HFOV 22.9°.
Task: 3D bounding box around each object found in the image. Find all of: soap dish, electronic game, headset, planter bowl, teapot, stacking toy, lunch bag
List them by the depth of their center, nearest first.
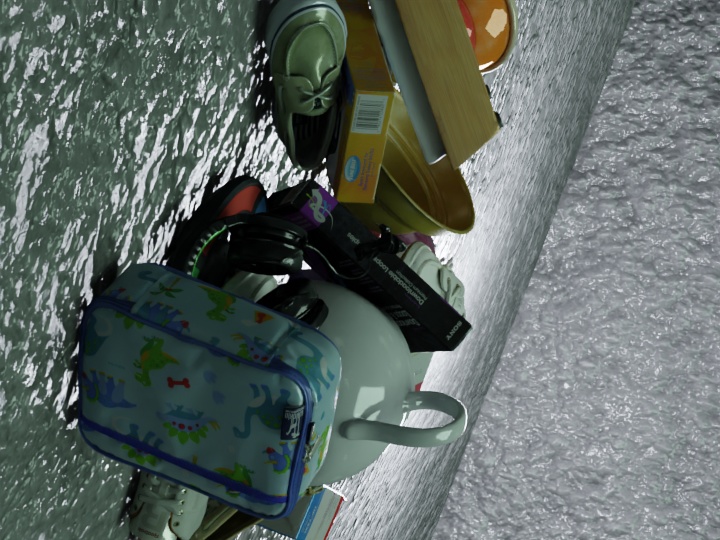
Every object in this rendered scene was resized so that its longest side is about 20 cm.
[{"bbox_3d":[-0.119,0.097,1.364,0.082,0.200,0.161,-52,159,-51],"label":"lunch bag"},{"bbox_3d":[-0.060,0.006,1.462,0.200,0.094,0.124,-18,94,-38],"label":"headset"},{"bbox_3d":[-0.129,0.012,1.548,0.200,0.042,0.200,21,90,-77],"label":"electronic game"},{"bbox_3d":[-0.015,0.095,1.598,0.146,0.200,0.197,-11,162,-31],"label":"teapot"},{"bbox_3d":[0.067,-0.209,1.664,0.157,0.081,0.200,-94,165,-72],"label":"soap dish"},{"bbox_3d":[0.050,-0.236,1.799,0.200,0.146,0.146,-34,147,-36],"label":"stacking toy"},{"bbox_3d":[0.024,-0.099,1.816,0.083,0.201,0.200,-36,180,22],"label":"planter bowl"}]

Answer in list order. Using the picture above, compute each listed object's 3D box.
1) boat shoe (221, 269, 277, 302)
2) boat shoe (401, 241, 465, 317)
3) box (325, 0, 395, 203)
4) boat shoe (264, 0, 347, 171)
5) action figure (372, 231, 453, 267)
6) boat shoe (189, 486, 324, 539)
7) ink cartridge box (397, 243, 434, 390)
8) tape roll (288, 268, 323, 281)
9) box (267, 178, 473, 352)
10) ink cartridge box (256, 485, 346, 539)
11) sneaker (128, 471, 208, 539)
[{"bbox_3d":[-0.116,0.087,1.506,0.200,0.069,0.071,-60,160,-12],"label":"boat shoe"},{"bbox_3d":[0.076,0.023,1.806,0.071,0.069,0.200,-58,165,-1],"label":"boat shoe"},{"bbox_3d":[-0.011,-0.166,1.606,0.200,0.041,0.119,-106,-158,-50],"label":"box"},{"bbox_3d":[-0.042,-0.163,1.530,0.200,0.072,0.062,93,-20,-59],"label":"boat shoe"},{"bbox_3d":[0.026,-0.024,2.097,0.149,0.134,0.200,-29,159,13],"label":"action figure"},{"bbox_3d":[-0.091,0.217,1.723,0.200,0.063,0.073,-28,146,9],"label":"boat shoe"},{"bbox_3d":[0.013,0.079,1.998,0.145,0.083,0.200,-19,142,-38],"label":"ink cartridge box"},{"bbox_3d":[-0.028,0.097,1.817,0.200,0.066,0.200,176,-90,-77],"label":"tape roll"},{"bbox_3d":[0.000,0.000,1.619,0.036,0.200,0.143,-51,-169,-13],"label":"box"},{"bbox_3d":[-0.090,0.248,1.917,0.200,0.116,0.067,55,56,-74],"label":"ink cartridge box"},{"bbox_3d":[-0.168,0.199,1.610,0.200,0.073,0.085,100,14,-44],"label":"sneaker"}]
